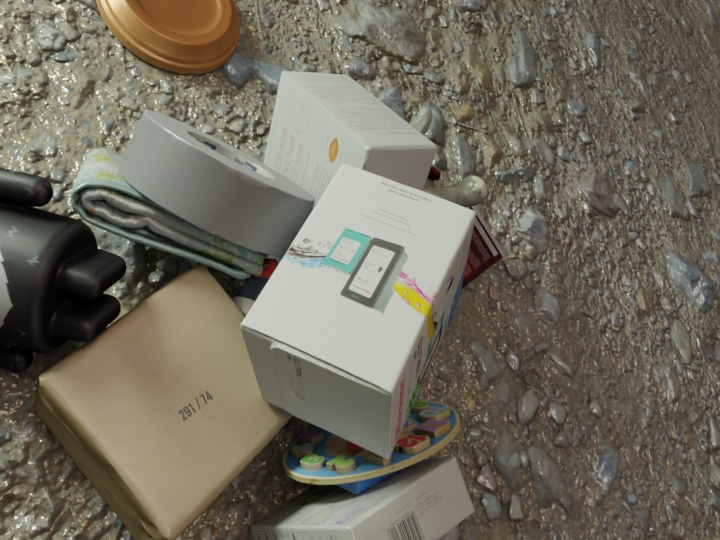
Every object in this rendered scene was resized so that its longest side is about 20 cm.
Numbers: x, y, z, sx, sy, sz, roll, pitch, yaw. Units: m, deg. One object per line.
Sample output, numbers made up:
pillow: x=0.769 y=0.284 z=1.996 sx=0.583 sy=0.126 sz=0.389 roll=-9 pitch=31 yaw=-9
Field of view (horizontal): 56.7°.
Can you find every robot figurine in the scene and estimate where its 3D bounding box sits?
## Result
robot figurine: x=-0.317 y=0.001 z=0.596 sx=0.195 sy=0.125 sz=0.153 roll=16 pitch=69 yaw=-1

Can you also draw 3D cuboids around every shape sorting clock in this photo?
shape sorting clock: x=0.011 y=0.178 z=0.719 sx=0.197 sy=0.198 sz=0.040 roll=-18 pitch=101 yaw=-38

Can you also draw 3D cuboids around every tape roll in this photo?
tape roll: x=-0.147 y=-0.092 z=0.702 sx=0.197 sy=0.200 sz=0.067 roll=25 pitch=99 yaw=-23

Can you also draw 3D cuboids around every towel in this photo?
towel: x=-0.205 y=-0.061 z=0.717 sx=0.197 sy=0.171 sz=0.049 roll=25 pitch=99 yaw=-24

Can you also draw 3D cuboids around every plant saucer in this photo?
plant saucer: x=-0.250 y=-0.359 z=0.892 sx=0.197 sy=0.037 sz=0.205 roll=16 pitch=60 yaw=-29

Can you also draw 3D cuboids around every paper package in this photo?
paper package: x=-0.187 y=0.131 z=0.664 sx=0.192 sy=0.103 sz=0.200 roll=52 pitch=51 yaw=-3

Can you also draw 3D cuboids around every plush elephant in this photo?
plush elephant: x=0.056 y=-0.150 z=0.918 sx=0.198 sy=0.157 sz=0.164 roll=-31 pitch=46 yaw=-26

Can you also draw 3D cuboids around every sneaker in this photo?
sneaker: x=-0.058 y=0.058 z=0.770 sx=0.200 sy=0.074 sz=0.086 roll=43 pitch=62 yaw=-42

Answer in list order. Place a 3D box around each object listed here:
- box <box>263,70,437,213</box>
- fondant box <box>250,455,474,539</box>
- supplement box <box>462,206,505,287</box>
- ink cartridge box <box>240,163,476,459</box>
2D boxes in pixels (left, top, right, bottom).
box: x=-0.023 y=-0.129 z=0.817 sx=0.105 sy=0.155 sz=0.200 roll=-9 pitch=42 yaw=-37
fondant box: x=-0.003 y=0.250 z=0.670 sx=0.142 sy=0.199 sz=0.059 roll=-19 pitch=85 yaw=-38
supplement box: x=0.115 y=-0.018 z=0.970 sx=0.198 sy=0.061 sz=0.110 roll=-30 pitch=86 yaw=-41
ink cartridge box: x=0.004 y=0.038 z=0.635 sx=0.143 sy=0.148 sz=0.202 roll=21 pitch=58 yaw=15
